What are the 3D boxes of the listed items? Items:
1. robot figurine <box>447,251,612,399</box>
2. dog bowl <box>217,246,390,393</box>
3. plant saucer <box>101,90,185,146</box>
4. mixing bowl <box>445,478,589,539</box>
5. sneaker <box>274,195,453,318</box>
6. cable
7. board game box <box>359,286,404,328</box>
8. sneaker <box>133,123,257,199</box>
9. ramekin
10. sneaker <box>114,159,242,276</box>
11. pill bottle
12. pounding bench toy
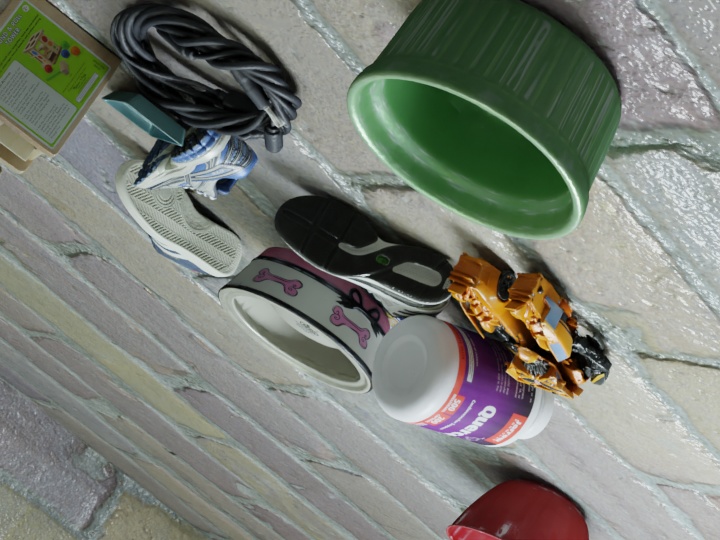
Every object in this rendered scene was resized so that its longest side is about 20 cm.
[{"bbox_3d":[0.167,0.061,1.647,0.145,0.058,0.200,17,156,39],"label":"robot figurine"},{"bbox_3d":[-0.055,0.050,1.822,0.200,0.074,0.200,30,161,11],"label":"dog bowl"},{"bbox_3d":[-0.220,-0.158,1.683,0.070,0.019,0.200,38,175,-17],"label":"plant saucer"},{"bbox_3d":[0.225,0.345,2.181,0.200,0.109,0.200,28,161,10],"label":"mixing bowl"},{"bbox_3d":[0.000,0.000,1.726,0.200,0.076,0.115,26,158,8],"label":"sneaker"},{"bbox_3d":[-0.150,-0.183,1.540,0.200,0.051,0.163,31,163,5],"label":"cable"},{"bbox_3d":[0.004,0.050,1.902,0.200,0.034,0.135,10,151,47],"label":"board game box"},{"bbox_3d":[-0.171,-0.106,1.730,0.085,0.077,0.200,34,162,-21],"label":"sneaker"},{"bbox_3d":[0.099,-0.121,1.247,0.200,0.098,0.200,28,161,11],"label":"ramekin"},{"bbox_3d":[-0.230,-0.057,1.932,0.084,0.075,0.200,4,147,45],"label":"sneaker"},{"bbox_3d":[0.114,0.122,1.751,0.200,0.113,0.112,21,172,-41],"label":"pill bottle"},{"bbox_3d":[-0.370,-0.162,1.699,0.124,0.200,0.156,38,159,-18],"label":"pounding bench toy"}]
